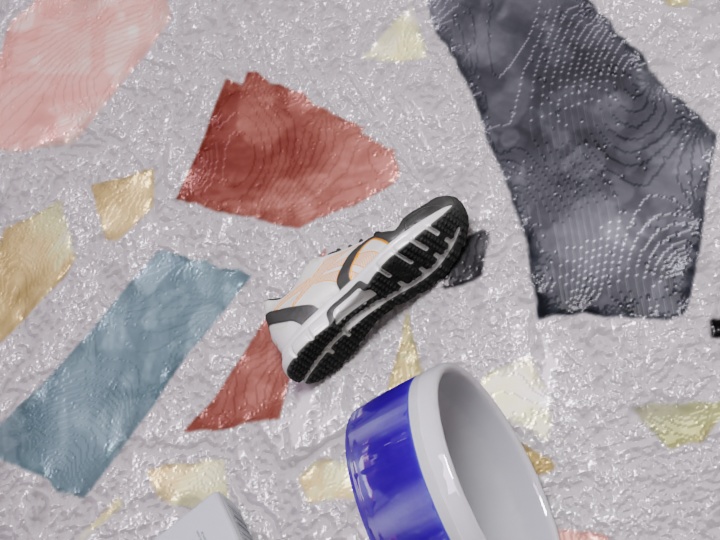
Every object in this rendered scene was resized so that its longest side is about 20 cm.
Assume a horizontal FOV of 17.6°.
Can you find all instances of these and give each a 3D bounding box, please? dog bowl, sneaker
[{"bbox_3d":[0.071,0.174,1.702,0.078,0.200,0.201,-26,57,17],"label":"dog bowl"},{"bbox_3d":[0.000,0.000,1.902,0.200,0.074,0.080,-39,53,6],"label":"sneaker"}]

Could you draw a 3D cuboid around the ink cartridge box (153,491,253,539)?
[{"bbox_3d":[-0.149,0.305,1.835,0.200,0.043,0.197,-39,43,9],"label":"ink cartridge box"}]
